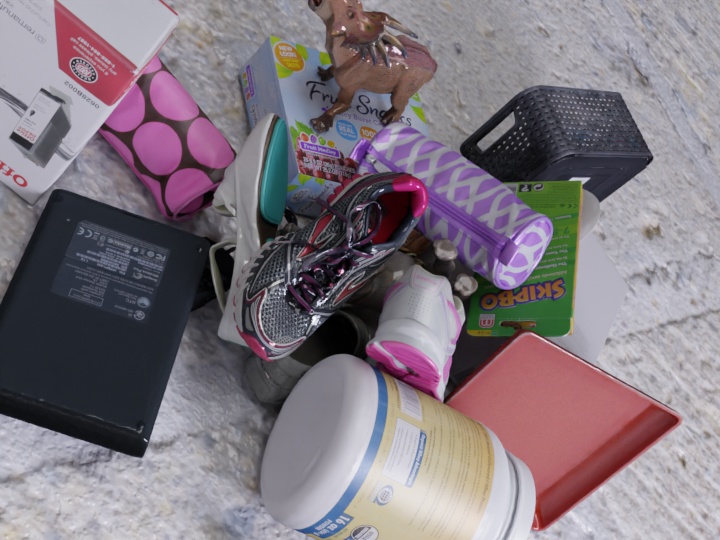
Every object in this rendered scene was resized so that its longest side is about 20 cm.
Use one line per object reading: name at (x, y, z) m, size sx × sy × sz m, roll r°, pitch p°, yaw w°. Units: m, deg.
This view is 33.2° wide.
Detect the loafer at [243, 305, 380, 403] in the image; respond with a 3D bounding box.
loafer at (-0.018, 0.068, 1.089) m, size 0.199 × 0.070 × 0.071 m, roll -21°, pitch 77°, yaw -48°

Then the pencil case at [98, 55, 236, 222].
pencil case at (-0.193, -0.134, 1.066) m, size 0.201 × 0.093 × 0.091 m, roll 49°, pitch -4°, yaw -2°

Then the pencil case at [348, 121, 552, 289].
pencil case at (0.081, -0.063, 1.105) m, size 0.199 × 0.085 × 0.085 m, roll 34°, pitch 6°, yaw 28°

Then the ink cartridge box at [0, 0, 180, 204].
ink cartridge box at (-0.255, -0.165, 0.941) m, size 0.146 × 0.200 × 0.083 m, roll 38°, pitch 45°, yaw -13°

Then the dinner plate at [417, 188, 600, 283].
dinner plate at (0.147, -0.046, 1.237) m, size 0.201 × 0.198 × 0.025 m, roll -54°, pitch 128°, yaw -49°

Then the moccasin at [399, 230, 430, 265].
moccasin at (0.025, -0.018, 1.172) m, size 0.200 × 0.073 × 0.079 m, roll -19°, pitch 82°, yaw -37°

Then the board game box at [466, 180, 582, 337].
board game box at (0.156, -0.009, 1.129) m, size 0.202 × 0.094 × 0.030 m, roll -75°, pitch 158°, yaw -45°

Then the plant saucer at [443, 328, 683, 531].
plant saucer at (0.156, 0.142, 1.102) m, size 0.198 × 0.200 × 0.037 m, roll 27°, pitch 35°, yaw -25°

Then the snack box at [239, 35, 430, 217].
snack box at (-0.016, -0.134, 1.241) m, size 0.198 × 0.068 × 0.171 m, roll 12°, pitch 53°, yaw -38°

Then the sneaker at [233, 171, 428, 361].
sneaker at (-0.025, -0.012, 0.973) m, size 0.081 × 0.074 × 0.201 m, roll 49°, pitch 66°, yaw -20°

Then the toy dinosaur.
toy dinosaur at (0.025, -0.205, 1.176) m, size 0.198 × 0.135 × 0.087 m, roll -1°, pitch 59°, yaw -43°

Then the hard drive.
hard drive at (-0.206, 0.036, 0.938) m, size 0.138 × 0.033 × 0.202 m, roll 19°, pitch 47°, yaw -8°

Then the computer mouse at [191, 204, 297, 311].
computer mouse at (-0.118, -0.013, 1.087) m, size 0.059 × 0.034 × 0.199 m, roll 44°, pitch 37°, yaw 9°

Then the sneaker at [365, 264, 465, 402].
sneaker at (0.051, 0.054, 1.023) m, size 0.080 × 0.200 × 0.089 m, roll 22°, pitch 76°, yaw 2°

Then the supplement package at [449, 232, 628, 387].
supplement package at (0.175, 0.044, 1.237) m, size 0.122 × 0.119 × 0.200 m, roll 53°, pitch 40°, yaw -11°

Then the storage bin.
storage bin at (0.231, -0.136, 1.418) m, size 0.198 × 0.135 × 0.095 m, roll -5°, pitch 64°, yaw -45°

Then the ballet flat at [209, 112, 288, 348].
ballet flat at (-0.097, -0.034, 1.018) m, size 0.069 × 0.069 × 0.204 m, roll 8°, pitch 78°, yaw -39°

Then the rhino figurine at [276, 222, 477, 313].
rhino figurine at (0.000, 0.000, 1.077) m, size 0.197 × 0.088 × 0.061 m, roll 14°, pitch 59°, yaw -8°

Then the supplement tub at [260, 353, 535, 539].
supplement tub at (0.032, 0.173, 1.001) m, size 0.198 × 0.144 × 0.146 m, roll 29°, pitch 45°, yaw -23°
